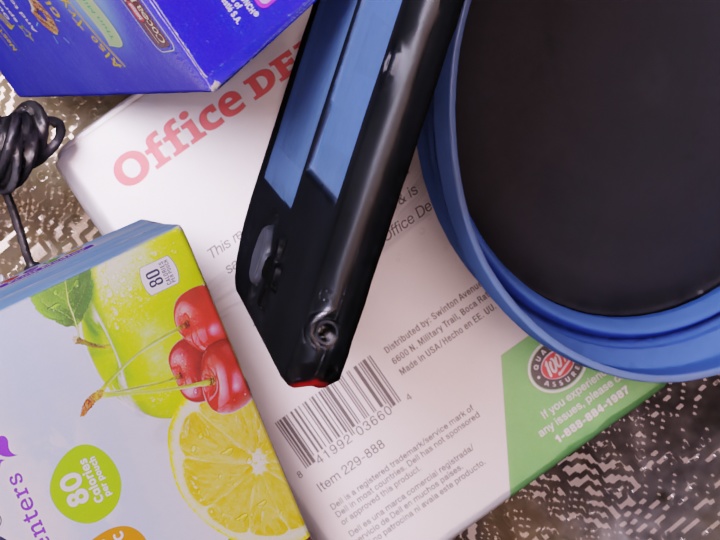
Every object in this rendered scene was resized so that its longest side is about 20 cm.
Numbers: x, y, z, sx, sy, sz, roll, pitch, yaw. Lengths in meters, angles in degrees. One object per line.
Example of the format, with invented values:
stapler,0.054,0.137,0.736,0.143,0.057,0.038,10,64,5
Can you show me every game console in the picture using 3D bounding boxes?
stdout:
game console,0.003,-0.073,0.757,0.031,0.177,0.201,17,98,-7

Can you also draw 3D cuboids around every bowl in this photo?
bowl,0.106,-0.064,0.802,0.199,0.039,0.202,-7,105,-28

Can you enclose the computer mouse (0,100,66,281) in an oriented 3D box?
computer mouse,-0.119,0.039,0.878,0.044,0.109,0.201,-30,104,-40

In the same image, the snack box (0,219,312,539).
snack box,-0.104,0.107,0.808,0.168,0.068,0.201,-24,100,-15

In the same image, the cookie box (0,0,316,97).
cookie box,-0.108,-0.148,0.797,0.075,0.200,0.172,-41,110,-18

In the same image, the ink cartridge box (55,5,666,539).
ink cartridge box,0.000,0.000,0.895,0.146,0.084,0.201,-34,89,-2
